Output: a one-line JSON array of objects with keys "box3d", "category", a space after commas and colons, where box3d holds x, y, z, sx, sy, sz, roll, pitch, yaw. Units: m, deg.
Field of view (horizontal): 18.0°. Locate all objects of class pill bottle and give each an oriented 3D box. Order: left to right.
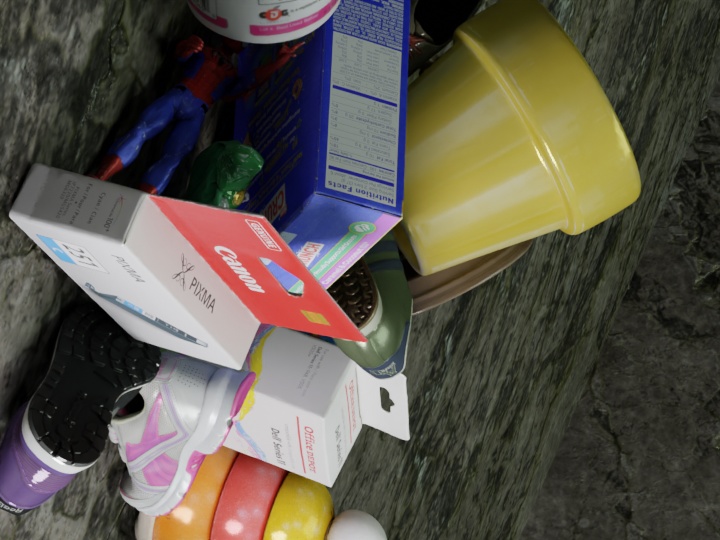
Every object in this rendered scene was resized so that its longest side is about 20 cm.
[{"box3d": [-0.066, -0.259, 1.521, 0.200, 0.113, 0.113, 91, 23, -50], "category": "pill bottle"}]

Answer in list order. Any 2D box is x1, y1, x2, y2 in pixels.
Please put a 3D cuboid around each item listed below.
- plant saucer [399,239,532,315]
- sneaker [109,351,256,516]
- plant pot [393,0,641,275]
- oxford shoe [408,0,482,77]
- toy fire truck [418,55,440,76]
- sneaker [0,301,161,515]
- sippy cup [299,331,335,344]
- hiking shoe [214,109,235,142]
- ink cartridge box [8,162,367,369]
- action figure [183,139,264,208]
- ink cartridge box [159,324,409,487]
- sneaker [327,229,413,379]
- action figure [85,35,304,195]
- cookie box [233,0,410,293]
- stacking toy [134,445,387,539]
[{"box3d": [0.054, 0.000, 1.976, 0.029, 0.200, 0.200, 64, 29, -11], "category": "plant saucer"}, {"box3d": [-0.153, 0.116, 1.750, 0.200, 0.088, 0.081, -54, -172, 50], "category": "sneaker"}, {"box3d": [0.099, -0.098, 1.863, 0.189, 0.201, 0.201, -29, 157, -4], "category": "plant pot"}, {"box3d": [0.023, -0.189, 1.904, 0.200, 0.070, 0.075, -45, -167, -11], "category": "oxford shoe"}, {"box3d": [0.031, -0.133, 2.017, 0.200, 0.176, 0.129, 66, 20, 1], "category": "toy fire truck"}, {"box3d": [-0.208, 0.094, 1.582, 0.088, 0.076, 0.200, -46, -173, 29], "category": "sneaker"}, {"box3d": [-0.050, 0.005, 1.869, 0.178, 0.130, 0.140, 94, 21, -45], "category": "sippy cup"}, {"box3d": [-0.057, -0.118, 1.803, 0.087, 0.074, 0.200, 93, 22, -49], "category": "hiking shoe"}, {"box3d": [-0.110, 0.007, 1.498, 0.045, 0.176, 0.200, -67, 152, -17], "category": "ink cartridge box"}, {"box3d": [-0.110, -0.038, 1.630, 0.200, 0.055, 0.118, 128, -20, -59], "category": "action figure"}, {"box3d": [-0.065, 0.100, 1.795, 0.117, 0.200, 0.067, 84, 29, -57], "category": "ink cartridge box"}, {"box3d": [0.000, 0.000, 1.760, 0.200, 0.067, 0.090, -96, 160, -45], "category": "sneaker"}, {"box3d": [-0.113, -0.118, 1.575, 0.099, 0.065, 0.200, -37, -163, 47], "category": "action figure"}, {"box3d": [-0.032, -0.100, 1.659, 0.171, 0.075, 0.200, 139, -40, -56], "category": "cookie box"}, {"box3d": [-0.073, 0.204, 1.887, 0.146, 0.200, 0.146, 20, 90, -78], "category": "stacking toy"}]
